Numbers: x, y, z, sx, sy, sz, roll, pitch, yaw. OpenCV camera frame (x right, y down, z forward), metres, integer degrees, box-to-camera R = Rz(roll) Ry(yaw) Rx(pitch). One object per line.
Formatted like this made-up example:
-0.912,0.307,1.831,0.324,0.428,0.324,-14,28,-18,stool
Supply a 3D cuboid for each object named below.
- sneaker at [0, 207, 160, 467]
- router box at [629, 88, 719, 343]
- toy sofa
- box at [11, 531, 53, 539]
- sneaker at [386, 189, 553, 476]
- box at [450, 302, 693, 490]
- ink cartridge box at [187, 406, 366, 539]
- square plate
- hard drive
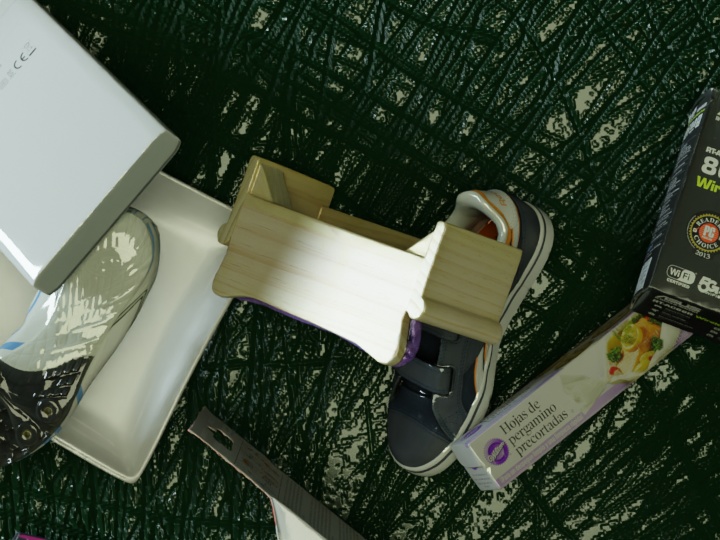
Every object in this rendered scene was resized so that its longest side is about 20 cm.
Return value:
-0.195,0.047,1.507,0.072,0.072,0.200,36,93,7,sneaker
0.297,-0.015,1.524,0.199,0.062,0.151,20,73,-1,router box
0.000,0.000,1.490,0.199,0.083,0.098,20,91,43,toy sofa
-0.206,0.295,1.559,0.122,0.106,0.201,14,94,-2,box
0.055,0.037,1.539,0.078,0.079,0.201,21,88,43,sneaker
0.151,0.074,1.536,0.200,0.041,0.039,-37,94,-16,box
-0.044,0.177,1.520,0.200,0.161,0.050,37,91,-2,ink cartridge box
-0.194,0.012,1.556,0.197,0.028,0.201,28,79,-4,square plate
-0.218,-0.091,1.512,0.132,0.027,0.200,-49,53,3,hard drive
